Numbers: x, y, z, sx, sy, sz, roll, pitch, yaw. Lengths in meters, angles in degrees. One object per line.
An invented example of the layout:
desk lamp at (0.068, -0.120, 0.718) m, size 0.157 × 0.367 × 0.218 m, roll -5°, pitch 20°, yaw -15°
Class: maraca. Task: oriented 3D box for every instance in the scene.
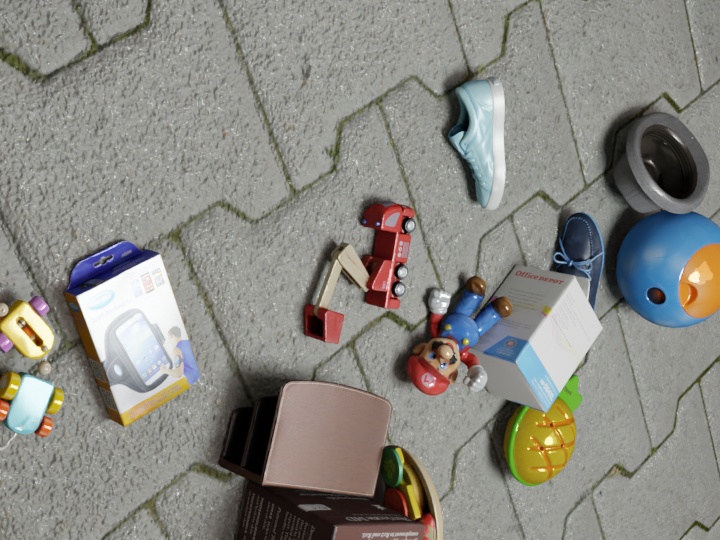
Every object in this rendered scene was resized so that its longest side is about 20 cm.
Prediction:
maraca at (0.301, 0.254, 1.779) m, size 0.137 × 0.106 × 0.202 m, roll 34°, pitch 76°, yaw -38°

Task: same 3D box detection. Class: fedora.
fedora at (0.500, -0.168, 1.859) m, size 0.177 × 0.090 × 0.200 m, roll 47°, pitch 48°, yaw -6°

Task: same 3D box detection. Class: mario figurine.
mario figurine at (0.146, 0.099, 1.612) m, size 0.200 × 0.123 × 0.107 m, roll -50°, pitch 135°, yaw -24°

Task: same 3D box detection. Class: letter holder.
letter holder at (-0.068, 0.215, 1.464) m, size 0.199 × 0.100 × 0.144 m, roll 16°, pitch 86°, yaw -41°

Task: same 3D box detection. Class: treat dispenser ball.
treat dispenser ball at (0.540, -0.004, 1.871) m, size 0.199 × 0.200 × 0.204 m, roll -9°, pitch 104°, yaw -39°

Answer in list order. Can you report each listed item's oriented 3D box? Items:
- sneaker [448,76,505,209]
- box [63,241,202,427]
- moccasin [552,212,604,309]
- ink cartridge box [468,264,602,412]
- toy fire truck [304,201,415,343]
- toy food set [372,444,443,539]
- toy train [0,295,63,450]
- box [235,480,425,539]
sneaker at (0.168, -0.185, 1.620) m, size 0.081 × 0.074 × 0.203 m, roll -7°, pitch 110°, yaw -8°
box at (-0.271, 0.070, 1.301) m, size 0.118 × 0.041 × 0.202 m, roll -30°, pitch 119°, yaw -32°
moccasin at (0.359, 0.008, 1.796) m, size 0.068 × 0.080 × 0.203 m, roll -20°, pitch 111°, yaw -48°
ink cartridge box at (0.275, 0.094, 1.712) m, size 0.200 × 0.128 × 0.126 m, roll -50°, pitch 126°, yaw -21°
toy fire truck at (0.000, 0.000, 1.512) m, size 0.140 × 0.048 × 0.203 m, roll 7°, pitch 94°, yaw -41°
toy food set at (0.050, 0.341, 1.525) m, size 0.048 × 0.200 × 0.200 m, roll -5°, pitch 64°, yaw -28°
toy train at (-0.405, 0.101, 1.186) m, size 0.149 × 0.055 × 0.203 m, roll -20°, pitch 108°, yaw -35°
box at (-0.050, 0.385, 1.446) m, size 0.165 × 0.199 × 0.166 m, roll 11°, pitch 91°, yaw -41°
